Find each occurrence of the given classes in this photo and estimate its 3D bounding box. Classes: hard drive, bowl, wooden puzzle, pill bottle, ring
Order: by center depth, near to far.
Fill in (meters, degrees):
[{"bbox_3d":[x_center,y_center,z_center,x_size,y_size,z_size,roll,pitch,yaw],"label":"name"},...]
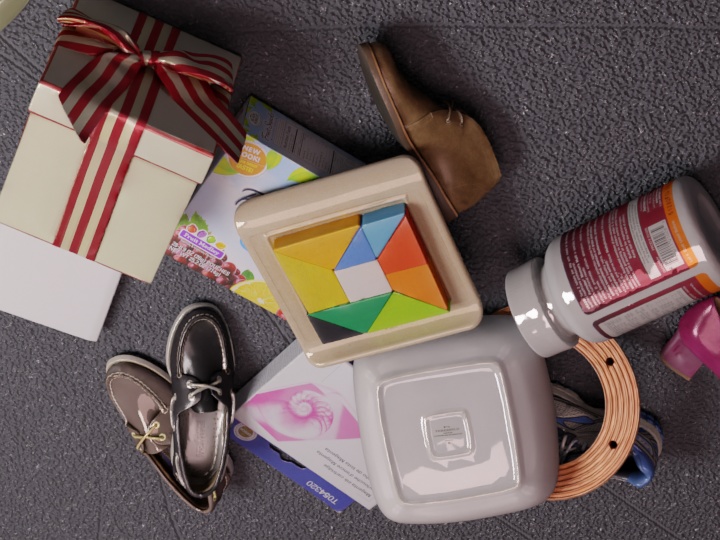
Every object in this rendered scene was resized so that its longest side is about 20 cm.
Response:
[{"bbox_3d":[0.000,0.000,1.628,0.183,0.037,0.201,-15,126,15],"label":"wooden puzzle"},{"bbox_3d":[0.241,0.001,1.636,0.199,0.110,0.110,-26,121,25],"label":"pill bottle"},{"bbox_3d":[0.092,0.153,1.723,0.198,0.075,0.202,-9,96,10],"label":"bowl"},{"bbox_3d":[-0.295,-0.027,1.735,0.131,0.027,0.201,19,127,-8],"label":"hard drive"},{"bbox_3d":[0.183,0.130,1.750,0.198,0.019,0.203,4,100,22],"label":"ring"}]

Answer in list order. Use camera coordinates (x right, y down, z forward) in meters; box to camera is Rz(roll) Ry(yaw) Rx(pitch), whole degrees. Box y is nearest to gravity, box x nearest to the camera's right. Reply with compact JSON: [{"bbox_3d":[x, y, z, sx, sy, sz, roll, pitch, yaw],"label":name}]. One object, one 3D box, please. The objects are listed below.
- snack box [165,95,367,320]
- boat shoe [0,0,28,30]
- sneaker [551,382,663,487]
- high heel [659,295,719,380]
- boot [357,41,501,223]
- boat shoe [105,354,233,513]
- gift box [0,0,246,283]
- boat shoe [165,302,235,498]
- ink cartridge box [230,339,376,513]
[{"bbox_3d":[-0.066,-0.045,1.666,0.199,0.068,0.169,29,125,-17],"label":"snack box"},{"bbox_3d":[-0.326,-0.259,1.536,0.199,0.074,0.066,-39,86,40],"label":"boat shoe"},{"bbox_3d":[0.214,0.172,1.789,0.198,0.086,0.078,10,129,0],"label":"sneaker"},{"bbox_3d":[0.397,0.099,1.716,0.198,0.068,0.096,25,138,-8],"label":"high heel"},{"bbox_3d":[0.061,-0.138,1.589,0.075,0.074,0.201,-30,125,5],"label":"boot"},{"bbox_3d":[-0.206,0.174,1.857,0.071,0.060,0.201,-18,123,28],"label":"boat shoe"},{"bbox_3d":[-0.207,-0.117,1.550,0.183,0.201,0.188,19,127,-14],"label":"gift box"},{"bbox_3d":[-0.163,0.134,1.789,0.073,0.060,0.202,2,109,-16],"label":"boat shoe"},{"bbox_3d":[-0.033,0.170,1.847,0.196,0.044,0.200,36,122,-20],"label":"ink cartridge box"}]
